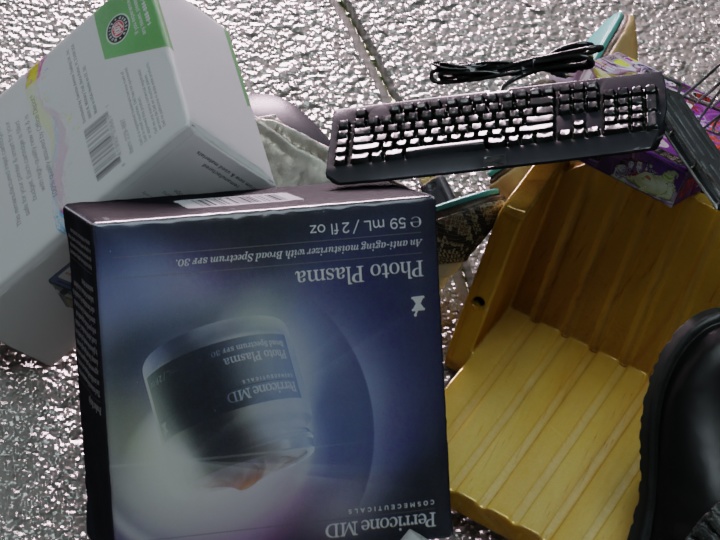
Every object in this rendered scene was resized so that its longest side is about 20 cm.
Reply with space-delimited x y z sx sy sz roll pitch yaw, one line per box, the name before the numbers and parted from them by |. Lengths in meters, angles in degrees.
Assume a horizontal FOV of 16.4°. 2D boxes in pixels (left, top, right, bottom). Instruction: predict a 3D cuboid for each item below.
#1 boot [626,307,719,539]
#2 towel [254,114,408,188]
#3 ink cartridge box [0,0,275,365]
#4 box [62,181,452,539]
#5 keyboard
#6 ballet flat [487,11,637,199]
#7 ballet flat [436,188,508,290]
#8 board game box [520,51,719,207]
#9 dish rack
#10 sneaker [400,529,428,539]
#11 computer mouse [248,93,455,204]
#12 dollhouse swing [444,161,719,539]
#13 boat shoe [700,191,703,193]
boot | 0.220 0.134 1.392 0.079 0.212 0.158 7 5 -22
towel | -0.064 0.011 1.533 0.132 0.034 0.201 28 87 18
ink cartridge box | -0.163 -0.061 1.536 0.087 0.200 0.146 34 27 -43
box | -0.058 0.057 1.427 0.199 0.200 0.123 -5 8 -14
keyboard | 0.081 -0.098 1.476 0.199 0.021 0.127 -6 33 9
ballet flat | 0.152 -0.100 1.730 0.063 0.069 0.200 44 53 -7
ballet flat | 0.000 0.000 1.573 0.199 0.068 0.076 -9 87 9
board game box | 0.179 -0.093 1.585 0.120 0.032 0.200 32 22 14
dish rack | 0.258 -0.064 1.519 0.199 0.055 0.154 12 38 -47
sneaker | 0.077 0.245 1.395 0.200 0.073 0.115 34 87 -3
computer mouse | -0.015 -0.066 1.667 0.140 0.046 0.200 -17 53 -21
dollhouse swing | 0.147 0.055 1.511 0.199 0.183 0.176 27 28 15
boat shoe | 0.223 -0.058 1.685 0.199 0.068 0.074 -24 56 -28
